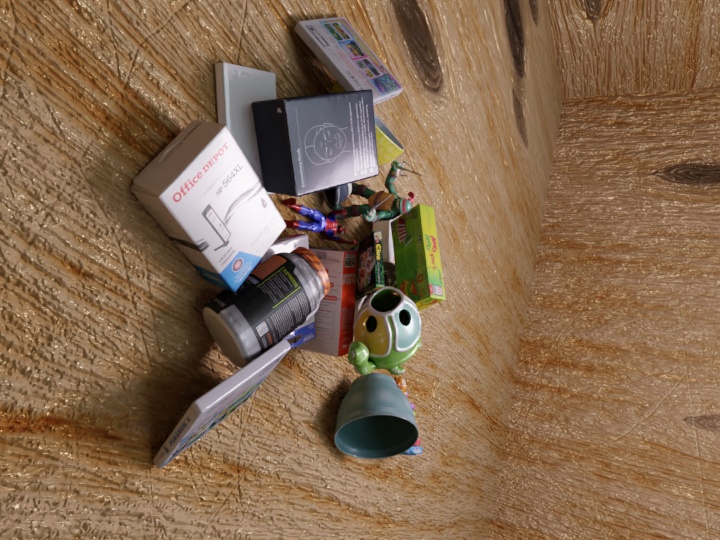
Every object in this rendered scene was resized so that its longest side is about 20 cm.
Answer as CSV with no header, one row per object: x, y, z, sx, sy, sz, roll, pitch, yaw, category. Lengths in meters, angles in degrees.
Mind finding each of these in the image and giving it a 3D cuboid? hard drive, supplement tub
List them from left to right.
-0.188,-0.234,0.909,0.131,0.025,0.209,-18,111,-58,hard drive
-0.150,0.054,0.883,0.198,0.120,0.126,-37,127,-30,supplement tub

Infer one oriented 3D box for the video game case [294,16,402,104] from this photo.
-0.017,-0.416,1.057,0.201,0.024,0.182,49,37,0,video game case

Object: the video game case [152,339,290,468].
-0.211,0.203,0.825,0.183,0.022,0.199,-50,170,35,video game case

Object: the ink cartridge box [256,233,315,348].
-0.142,0.045,1.004,0.117,0.041,0.208,-19,109,-46,ink cartridge box

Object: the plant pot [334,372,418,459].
0.034,0.330,1.251,0.137,0.193,0.203,-93,162,-45,plant pot

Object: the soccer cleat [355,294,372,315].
0.015,0.027,1.253,0.070,0.075,0.206,49,53,-50,soccer cleat

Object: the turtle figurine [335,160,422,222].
0.039,-0.151,1.147,0.153,0.194,0.102,-63,142,-31,turtle figurine

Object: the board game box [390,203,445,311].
0.120,-0.025,1.140,0.046,0.101,0.208,9,66,-34,board game box

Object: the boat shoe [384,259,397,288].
0.074,0.027,1.196,0.196,0.061,0.074,8,121,-33,boat shoe

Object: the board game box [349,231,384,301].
0.000,0.000,1.084,0.023,0.199,0.109,0,78,-21,board game box

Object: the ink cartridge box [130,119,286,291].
-0.218,-0.094,0.799,0.148,0.082,0.202,-54,140,-23,ink cartridge box

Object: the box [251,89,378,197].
-0.073,-0.226,0.932,0.196,0.105,0.154,-21,114,-39,box

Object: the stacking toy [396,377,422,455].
0.115,0.402,1.484,0.115,0.106,0.208,28,60,-55,stacking toy

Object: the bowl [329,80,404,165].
-0.011,-0.283,1.107,0.107,0.203,0.198,-42,153,16,bowl

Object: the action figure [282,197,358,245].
-0.066,-0.095,1.080,0.198,0.096,0.068,11,86,-62,action figure

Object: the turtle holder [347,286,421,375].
0.037,0.116,1.051,0.180,0.142,0.135,-20,131,-18,turtle holder

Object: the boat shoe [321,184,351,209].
-0.070,-0.215,1.069,0.063,0.073,0.204,-54,148,-33,boat shoe

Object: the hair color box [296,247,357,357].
-0.068,0.060,1.081,0.063,0.107,0.209,-5,100,-59,hair color box

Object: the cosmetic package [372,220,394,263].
0.074,-0.054,1.311,0.152,0.050,0.205,58,27,-44,cosmetic package
